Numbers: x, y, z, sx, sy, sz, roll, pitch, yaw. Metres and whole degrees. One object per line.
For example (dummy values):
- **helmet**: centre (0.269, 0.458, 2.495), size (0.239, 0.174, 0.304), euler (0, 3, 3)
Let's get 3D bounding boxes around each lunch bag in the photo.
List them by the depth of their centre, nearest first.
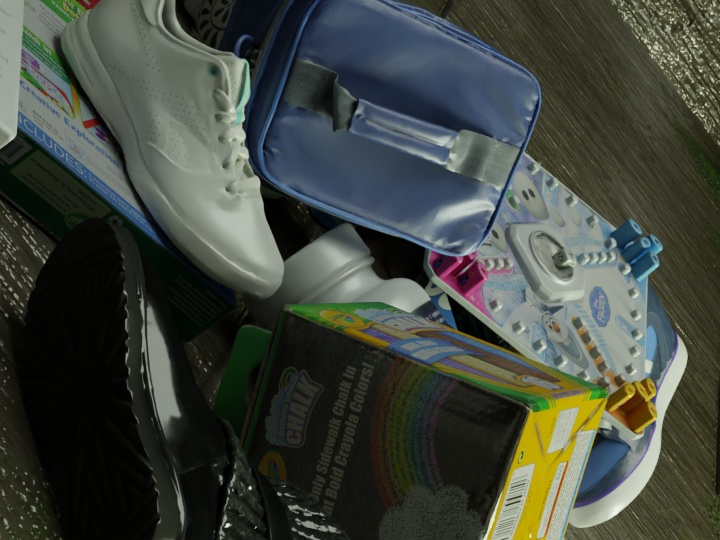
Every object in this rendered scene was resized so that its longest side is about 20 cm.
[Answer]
- **lunch bag**: centre (0.001, -0.099, 1.397), size (0.199, 0.137, 0.132), euler (19, 1, -30)

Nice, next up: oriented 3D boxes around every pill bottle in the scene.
- **pill bottle**: centre (0.016, 0.075, 1.399), size (0.201, 0.111, 0.111), euler (56, 17, 3)

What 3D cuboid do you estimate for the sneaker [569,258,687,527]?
- **sneaker**: centre (0.158, 0.068, 1.653), size (0.147, 0.080, 0.200), euler (51, 45, -23)

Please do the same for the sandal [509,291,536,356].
- **sandal**: centre (0.101, 0.104, 1.596), size (0.079, 0.059, 0.208), euler (-99, 180, -64)

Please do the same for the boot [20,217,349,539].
- **boot**: centre (-0.086, 0.086, 1.156), size (0.157, 0.079, 0.212), euler (25, 44, -46)

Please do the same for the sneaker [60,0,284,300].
- **sneaker**: centre (-0.090, -0.081, 1.312), size (0.201, 0.088, 0.075), euler (57, 16, 8)

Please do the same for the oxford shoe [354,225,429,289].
- **oxford shoe**: centre (0.000, 0.000, 1.568), size (0.084, 0.073, 0.200), euler (44, 18, -14)

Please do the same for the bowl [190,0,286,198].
- **bowl**: centre (-0.052, -0.110, 1.543), size (0.200, 0.094, 0.201), euler (33, -29, 20)

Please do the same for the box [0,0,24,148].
- **box**: centre (-0.249, -0.132, 1.095), size (0.152, 0.106, 0.200), euler (44, 20, -29)

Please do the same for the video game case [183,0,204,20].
- **video game case**: centre (-0.062, -0.172, 1.805), size (0.182, 0.024, 0.200), euler (50, 17, -15)

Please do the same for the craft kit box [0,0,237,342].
- **craft kit box**: centre (-0.161, -0.083, 1.345), size (0.200, 0.048, 0.198), euler (42, 24, -36)

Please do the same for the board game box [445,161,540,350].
- **board game box**: centre (0.119, 0.035, 1.695), size (0.135, 0.028, 0.201), euler (-33, 110, -50)

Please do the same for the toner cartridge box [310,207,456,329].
- **toner cartridge box**: centre (0.054, -0.033, 1.731), size (0.200, 0.095, 0.043), euler (38, 24, -42)

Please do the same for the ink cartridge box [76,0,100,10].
- **ink cartridge box**: centre (-0.139, -0.275, 1.495), size (0.083, 0.200, 0.146), euler (44, 20, -29)

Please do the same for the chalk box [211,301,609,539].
- **chalk box**: centre (0.012, 0.092, 1.265), size (0.199, 0.125, 0.124), euler (22, 10, 26)

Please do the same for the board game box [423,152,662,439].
- **board game box**: centre (0.131, -0.009, 1.565), size (0.200, 0.026, 0.201), euler (38, 35, -21)
